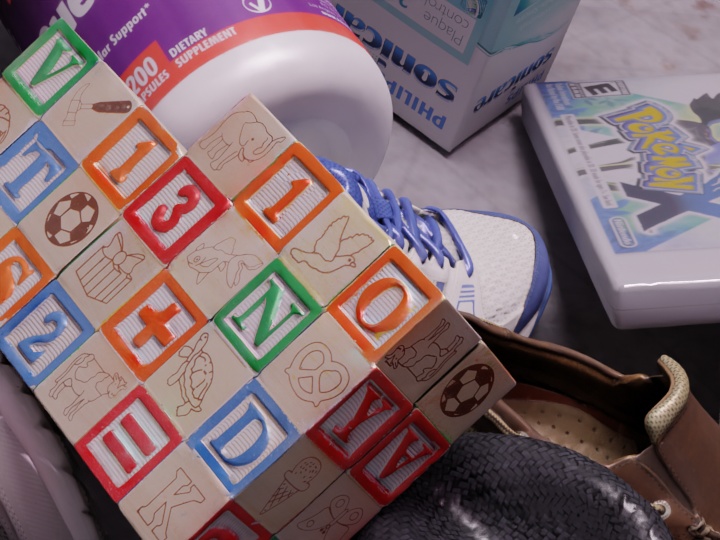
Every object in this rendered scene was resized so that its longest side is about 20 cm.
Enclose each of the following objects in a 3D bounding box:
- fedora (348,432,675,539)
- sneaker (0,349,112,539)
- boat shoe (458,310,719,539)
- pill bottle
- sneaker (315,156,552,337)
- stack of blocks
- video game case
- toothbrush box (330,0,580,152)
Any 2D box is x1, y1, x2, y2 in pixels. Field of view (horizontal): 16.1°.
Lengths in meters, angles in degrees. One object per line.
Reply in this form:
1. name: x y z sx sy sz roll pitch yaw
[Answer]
1. fedora: 0.052 0.119 0.797 0.199 0.092 0.201 -1 44 1
2. sneaker: -0.161 0.046 0.851 0.082 0.075 0.200 -44 74 -11
3. boat shoe: 0.101 0.070 0.914 0.201 0.075 0.075 18 41 -12
4. pill bottle: -0.078 -0.101 0.998 0.112 0.113 0.200 -10 50 -33
5. sneaker: 0.000 0.000 0.943 0.199 0.088 0.075 -13 49 -36
6. stack of blocks: -0.057 0.003 0.822 0.115 0.059 0.200 -43 51 -1
7. video game case: 0.170 -0.035 1.031 0.181 0.022 0.200 -4 26 -6
8. toothbrush box: 0.033 -0.176 1.064 0.146 0.201 0.085 37 43 16
